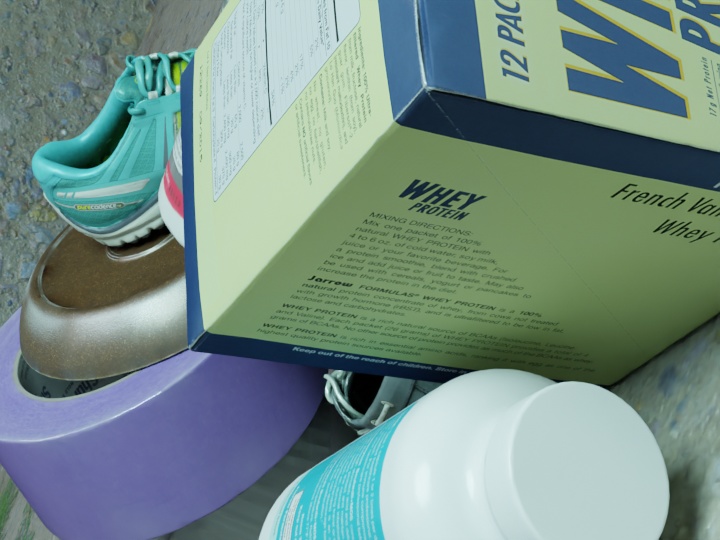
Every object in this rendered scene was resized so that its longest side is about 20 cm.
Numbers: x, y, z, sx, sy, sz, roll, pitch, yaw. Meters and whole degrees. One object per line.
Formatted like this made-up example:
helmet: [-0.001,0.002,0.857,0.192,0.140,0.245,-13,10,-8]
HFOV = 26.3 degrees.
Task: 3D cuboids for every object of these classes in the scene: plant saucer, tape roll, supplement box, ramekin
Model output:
plant saucer: [-0.119,-0.014,0.904,0.199,0.032,0.201,-20,31,13]
tape roll: [-0.124,0.061,0.908,0.198,0.085,0.201,-21,30,13]
supplement box: [0.056,-0.057,0.601,0.200,0.198,0.135,-45,44,52]
ramekin: [-0.086,0.156,0.984,0.203,0.094,0.203,-56,20,32]

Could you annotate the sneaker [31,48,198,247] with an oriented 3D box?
sneaker: [-0.096,-0.091,0.858,0.199,0.080,0.078,-38,38,11]

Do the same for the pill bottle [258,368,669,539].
pill bottle: [0.040,0.108,0.628,0.200,0.110,0.112,-40,30,57]

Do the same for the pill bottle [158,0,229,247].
pill bottle: [-0.020,-0.099,0.750,0.111,0.110,0.201,-94,24,-58]

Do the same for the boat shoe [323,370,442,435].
boat shoe: [0.014,0.058,0.856,0.200,0.061,0.073,175,114,-73]
